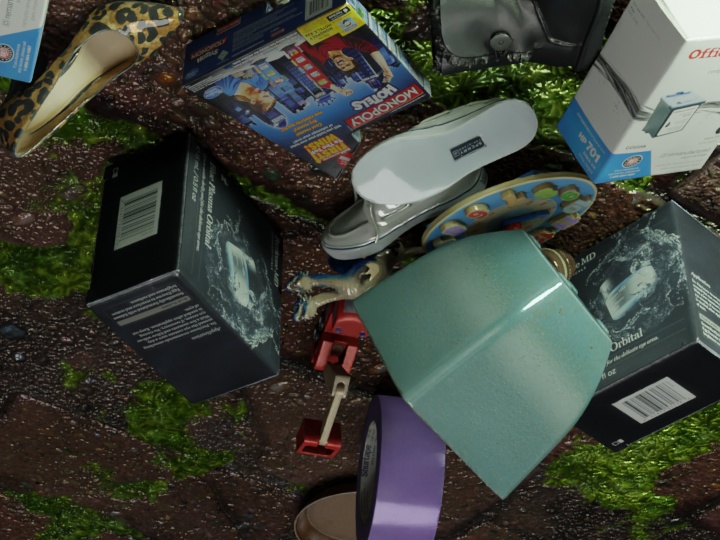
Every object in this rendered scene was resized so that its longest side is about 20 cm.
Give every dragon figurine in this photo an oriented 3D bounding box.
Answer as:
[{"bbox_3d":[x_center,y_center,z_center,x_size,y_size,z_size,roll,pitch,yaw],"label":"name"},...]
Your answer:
[{"bbox_3d":[0.000,0.000,1.691,0.099,0.200,0.059,4,116,39],"label":"dragon figurine"}]

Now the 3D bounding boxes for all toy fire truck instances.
[{"bbox_3d":[-0.030,0.118,1.799,0.048,0.142,0.201,10,139,-12],"label":"toy fire truck"}]

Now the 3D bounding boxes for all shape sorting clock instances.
[{"bbox_3d":[0.163,-0.054,1.626,0.199,0.039,0.200,-18,164,-5],"label":"shape sorting clock"}]

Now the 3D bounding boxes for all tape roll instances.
[{"bbox_3d":[0.049,0.264,1.926,0.084,0.201,0.201,6,140,-7],"label":"tape roll"}]

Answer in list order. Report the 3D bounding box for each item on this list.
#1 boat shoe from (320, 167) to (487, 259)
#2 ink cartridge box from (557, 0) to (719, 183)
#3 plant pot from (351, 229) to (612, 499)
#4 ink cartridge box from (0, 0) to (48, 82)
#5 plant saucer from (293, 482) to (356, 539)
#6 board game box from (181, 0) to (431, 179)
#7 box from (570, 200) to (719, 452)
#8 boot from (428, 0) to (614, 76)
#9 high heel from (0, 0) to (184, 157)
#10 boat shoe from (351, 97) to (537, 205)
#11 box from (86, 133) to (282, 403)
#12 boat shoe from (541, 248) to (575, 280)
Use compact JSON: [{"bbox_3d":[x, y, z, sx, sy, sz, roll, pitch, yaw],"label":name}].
[{"bbox_3d":[0.031,-0.082,1.612,0.201,0.075,0.086,-23,135,22],"label":"boat shoe"},{"bbox_3d":[0.301,-0.185,1.442,0.146,0.086,0.200,-10,148,-28],"label":"ink cartridge box"},{"bbox_3d":[0.144,0.074,1.582,0.200,0.197,0.196,-40,125,7],"label":"plant pot"},{"bbox_3d":[-0.387,-0.272,1.383,0.199,0.084,0.145,12,139,-13],"label":"ink cartridge box"},{"bbox_3d":[0.003,0.362,2.173,0.199,0.035,0.201,1,140,1],"label":"plant saucer"},{"bbox_3d":[-0.038,-0.185,1.494,0.199,0.062,0.200,-21,139,27],"label":"board game box"},{"bbox_3d":[0.317,0.064,1.683,0.196,0.201,0.117,-33,131,33],"label":"box"},{"bbox_3d":[0.148,-0.257,1.398,0.167,0.077,0.201,-2,146,-3],"label":"boot"},{"bbox_3d":[-0.259,-0.181,1.444,0.199,0.143,0.071,-17,137,20],"label":"high heel"},{"bbox_3d":[0.084,-0.124,1.537,0.199,0.065,0.074,-17,107,0],"label":"boat shoe"},{"bbox_3d":[-0.181,-0.001,1.605,0.117,0.198,0.200,-19,137,21],"label":"box"},{"bbox_3d":[0.161,0.024,1.735,0.201,0.075,0.075,-15,-179,35],"label":"boat shoe"}]
